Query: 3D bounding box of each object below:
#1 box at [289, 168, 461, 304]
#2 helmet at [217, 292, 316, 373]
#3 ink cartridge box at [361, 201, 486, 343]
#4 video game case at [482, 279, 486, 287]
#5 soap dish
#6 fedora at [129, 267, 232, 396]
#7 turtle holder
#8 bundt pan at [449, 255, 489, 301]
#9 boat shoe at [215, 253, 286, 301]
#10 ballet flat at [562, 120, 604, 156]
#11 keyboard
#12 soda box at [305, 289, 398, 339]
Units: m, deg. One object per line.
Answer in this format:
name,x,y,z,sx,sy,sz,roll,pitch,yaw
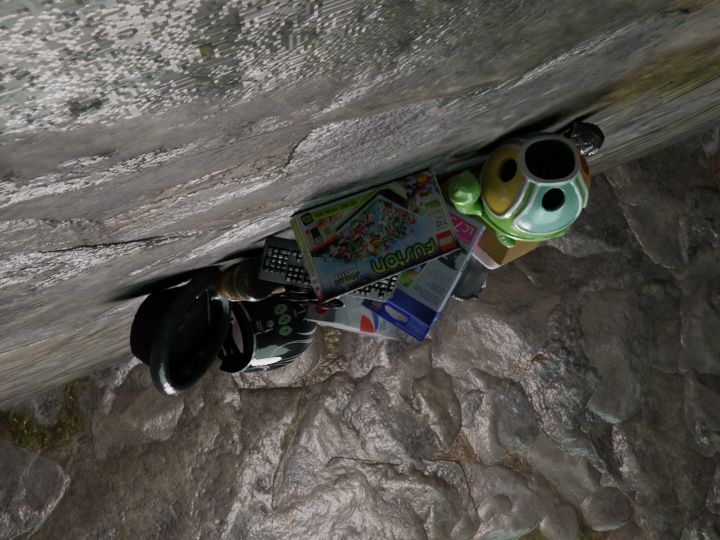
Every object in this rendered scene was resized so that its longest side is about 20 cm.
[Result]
box,0.021,-0.045,0.872,0.197,0.112,0.035,-21,178,-21
helmet,-0.170,0.085,1.243,0.198,0.204,0.189,-23,177,43
ink cartridge box,0.087,-0.006,1.028,0.203,0.118,0.042,-63,167,12
video game case,0.099,0.029,1.278,0.179,0.023,0.198,-4,180,-37
soap dish,0.208,-0.090,1.107,0.082,0.157,0.199,-54,162,28
fedora,-0.272,0.080,1.025,0.090,0.205,0.200,16,-171,15
turtle holder,0.215,-0.122,0.923,0.182,0.144,0.132,18,162,4
bundt pan,0.132,-0.046,1.128,0.076,0.201,0.201,-57,161,25
boat shoe,-0.149,0.004,1.072,0.073,0.077,0.199,-10,-179,28
ballet flat,0.296,-0.188,1.078,0.067,0.056,0.199,-66,-163,-19
keyboard,-0.044,0.017,0.970,0.195,0.040,0.105,11,130,-10
soda box,-0.009,0.076,1.243,0.067,0.065,0.199,3,169,35
